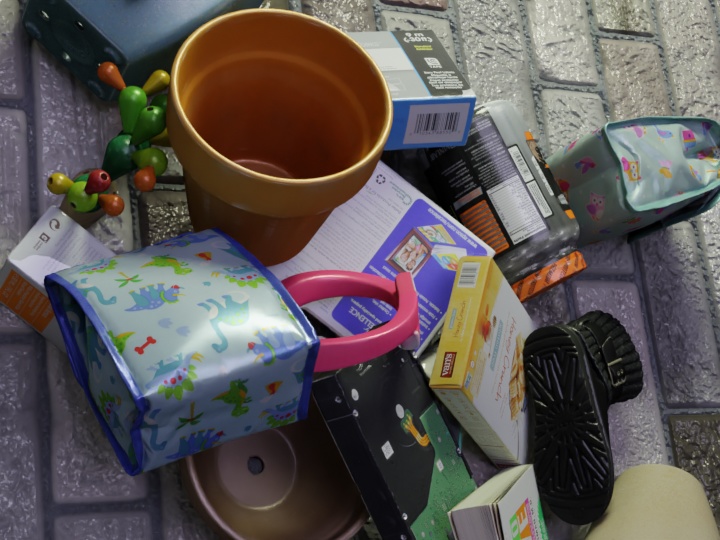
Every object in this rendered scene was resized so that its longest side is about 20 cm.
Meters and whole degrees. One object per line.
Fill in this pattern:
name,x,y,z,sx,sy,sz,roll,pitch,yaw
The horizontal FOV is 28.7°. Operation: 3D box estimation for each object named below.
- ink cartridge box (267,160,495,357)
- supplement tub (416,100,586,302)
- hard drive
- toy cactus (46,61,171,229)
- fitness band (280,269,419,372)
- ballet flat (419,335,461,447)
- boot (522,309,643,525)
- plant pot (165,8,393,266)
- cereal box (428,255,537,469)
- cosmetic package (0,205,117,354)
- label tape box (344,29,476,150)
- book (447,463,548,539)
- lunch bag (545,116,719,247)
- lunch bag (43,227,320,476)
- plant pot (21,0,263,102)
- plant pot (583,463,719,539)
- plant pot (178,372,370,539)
ink cartridge box,0.000,0.000,1.417,0.198,0.043,0.200,38,81,-2
supplement tub,0.153,-0.070,1.497,0.122,0.122,0.201,-23,83,-31
hard drive,0.036,0.161,1.295,0.201,0.038,0.140,64,33,-8
toy cactus,-0.236,-0.096,1.289,0.102,0.165,0.201,33,37,-17
fitness band,-0.017,0.043,1.294,0.142,0.200,0.038,-6,110,1
ballet flat,0.074,0.132,1.415,0.073,0.073,0.201,18,67,-19
boot,0.242,0.149,1.466,0.157,0.079,0.213,-2,85,-60
plant pot,-0.087,-0.105,1.297,0.199,0.184,0.201,8,55,-11
cereal box,0.135,0.096,1.407,0.200,0.039,0.145,50,48,-50
cosmetic package,-0.232,0.043,1.278,0.200,0.101,0.071,39,60,-7
label tape box,0.016,-0.205,1.452,0.142,0.066,0.201,-5,43,-19
book,0.143,0.269,1.333,0.200,0.048,0.135,-10,87,-72
lunch bag,0.308,-0.101,1.557,0.199,0.170,0.123,-13,81,-33
lunch bag,-0.155,0.053,1.185,0.169,0.128,0.200,-16,51,-28
plant pot,-0.215,-0.281,1.361,0.196,0.196,0.200,42,64,-6
plant pot,0.292,0.303,1.410,0.186,0.187,0.201,29,47,-14
plant pot,-0.083,0.172,1.307,0.199,0.093,0.202,9,68,-23
